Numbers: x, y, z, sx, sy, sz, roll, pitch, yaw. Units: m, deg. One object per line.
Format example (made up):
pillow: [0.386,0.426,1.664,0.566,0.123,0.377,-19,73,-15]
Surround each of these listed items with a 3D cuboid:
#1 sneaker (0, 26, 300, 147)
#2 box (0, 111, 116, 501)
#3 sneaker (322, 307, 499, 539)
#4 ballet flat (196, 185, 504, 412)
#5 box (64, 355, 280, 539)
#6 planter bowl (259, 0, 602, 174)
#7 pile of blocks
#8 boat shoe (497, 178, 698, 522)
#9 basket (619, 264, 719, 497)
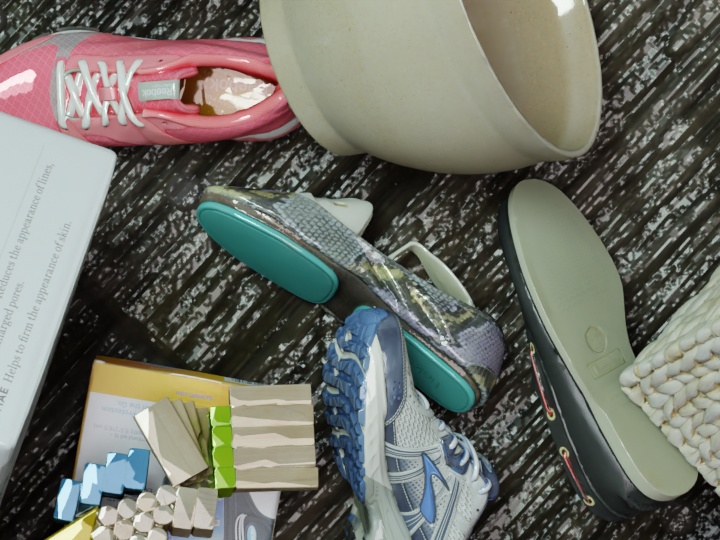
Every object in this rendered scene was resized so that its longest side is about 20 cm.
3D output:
sneaker: [-0.124,-0.104,1.559,0.200,0.087,0.074,-4,92,-3]
box: [-0.230,0.043,1.466,0.131,0.199,0.200,19,53,-4]
sneaker: [0.031,0.107,1.579,0.085,0.077,0.200,-13,117,-13]
ballet flat: [0.000,0.000,1.591,0.200,0.072,0.072,36,90,-5]
box: [-0.111,0.156,1.597,0.119,0.041,0.200,10,94,-4]
planter bowl: [0.030,-0.137,1.530,0.135,0.200,0.200,-19,94,24]
pile of blocks: [-0.113,0.123,1.550,0.200,0.062,0.082,-26,82,-10]
boat shoe: [0.121,0.046,1.589,0.074,0.063,0.201,-15,78,-43]
basket: [0.282,0.036,1.515,0.161,0.198,0.200,47,65,-2]
